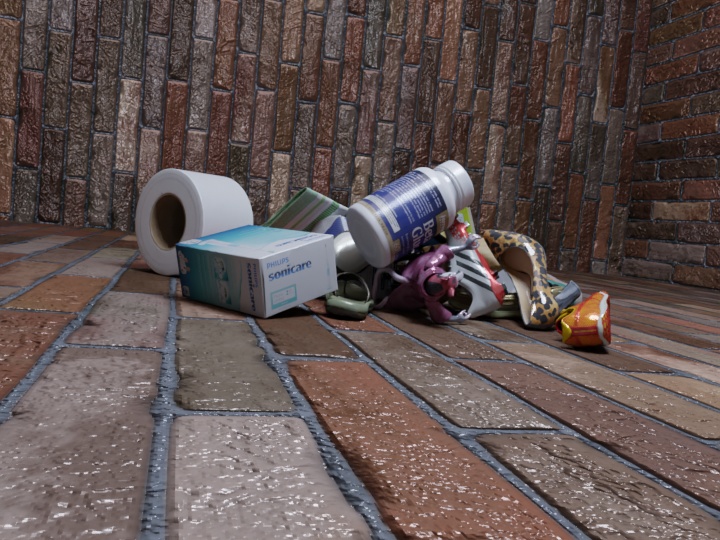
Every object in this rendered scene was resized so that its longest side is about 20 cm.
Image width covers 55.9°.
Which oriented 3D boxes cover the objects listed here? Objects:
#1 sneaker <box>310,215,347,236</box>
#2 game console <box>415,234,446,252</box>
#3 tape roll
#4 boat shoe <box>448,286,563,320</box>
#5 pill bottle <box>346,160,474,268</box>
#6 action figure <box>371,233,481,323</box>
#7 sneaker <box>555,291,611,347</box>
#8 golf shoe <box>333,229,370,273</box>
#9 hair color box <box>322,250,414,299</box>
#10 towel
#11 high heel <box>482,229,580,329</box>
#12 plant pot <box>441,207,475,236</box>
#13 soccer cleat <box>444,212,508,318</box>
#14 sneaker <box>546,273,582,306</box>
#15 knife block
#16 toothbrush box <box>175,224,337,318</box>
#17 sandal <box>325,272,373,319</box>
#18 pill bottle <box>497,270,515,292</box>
[{"bbox_3d":[-0.060,-0.030,1.358,0.114,0.082,0.199,15,-39,-41],"label":"sneaker"},{"bbox_3d":[0.090,-0.020,1.350,0.198,0.179,0.116,9,22,37],"label":"game console"},{"bbox_3d":[-0.330,-0.092,1.343,0.200,0.207,0.138,8,5,33],"label":"tape roll"},{"bbox_3d":[0.252,0.049,1.174,0.197,0.064,0.073,7,4,5],"label":"boat shoe"},{"bbox_3d":[0.085,-0.098,1.100,0.198,0.112,0.111,-31,17,-18],"label":"pill bottle"},{"bbox_3d":[0.100,0.008,1.033,0.146,0.137,0.200,4,1,-5],"label":"action figure"},{"bbox_3d":[0.322,0.068,0.977,0.076,0.075,0.199,-4,-3,22],"label":"sneaker"},{"bbox_3d":[0.027,-0.051,1.170,0.198,0.078,0.088,-20,-6,-35],"label":"golf shoe"},{"bbox_3d":[0.000,0.000,1.241,0.197,0.102,0.060,4,3,-31],"label":"hair color box"},{"bbox_3d":[-0.091,-0.088,1.346,0.152,0.024,0.199,-37,-34,25],"label":"towel"},{"bbox_3d":[0.253,0.008,1.114,0.199,0.072,0.142,40,45,22],"label":"high heel"},{"bbox_3d":[0.147,-0.079,1.517,0.180,0.203,0.198,-18,-12,40],"label":"plant pot"},{"bbox_3d":[0.170,-0.013,1.140,0.084,0.202,0.069,-30,-25,5],"label":"soccer cleat"},{"bbox_3d":[0.371,0.040,1.419,0.079,0.073,0.200,9,4,-22],"label":"sneaker"},{"bbox_3d":[0.139,-0.008,1.193,0.198,0.065,0.175,-30,-27,16],"label":"knife block"},{"bbox_3d":[-0.152,-0.006,0.990,0.198,0.087,0.145,7,19,41],"label":"toothbrush box"},{"bbox_3d":[-0.015,0.033,1.045,0.078,0.059,0.201,5,4,-3],"label":"sandal"},{"bbox_3d":[0.259,0.012,1.362,0.109,0.114,0.200,5,4,-5],"label":"pill bottle"}]
